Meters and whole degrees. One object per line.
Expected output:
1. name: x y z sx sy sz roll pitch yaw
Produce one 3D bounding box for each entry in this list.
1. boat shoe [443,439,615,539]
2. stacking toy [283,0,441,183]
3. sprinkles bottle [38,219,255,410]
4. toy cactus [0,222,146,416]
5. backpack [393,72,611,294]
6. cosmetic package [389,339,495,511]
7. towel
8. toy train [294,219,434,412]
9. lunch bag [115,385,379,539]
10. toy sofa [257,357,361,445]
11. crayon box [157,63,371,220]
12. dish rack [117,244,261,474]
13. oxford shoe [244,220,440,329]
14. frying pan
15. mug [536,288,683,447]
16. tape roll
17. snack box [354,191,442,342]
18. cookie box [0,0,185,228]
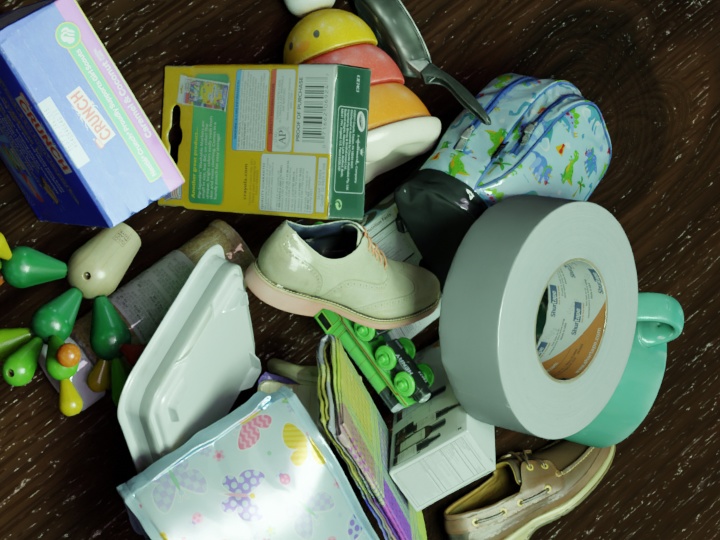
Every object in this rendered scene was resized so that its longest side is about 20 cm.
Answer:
1. boat shoe: 0.164 0.208 1.594 0.200 0.072 0.068 -36 110 -17
2. stacking toy: -0.026 -0.180 1.463 0.145 0.146 0.201 -19 83 -24
3. sprinkles bottle: -0.182 0.037 1.413 0.200 0.068 0.068 -37 108 -19
4. toy cactus: -0.240 0.021 1.328 0.199 0.102 0.165 32 60 7
5. backpack: 0.136 -0.085 1.480 0.164 0.153 0.201 62 39 -37
6. cosmetic package: 0.074 0.126 1.467 0.082 0.200 0.051 -29 110 15
7. towel: 0.010 0.162 1.396 0.023 0.144 0.201 -22 119 9
8. toy train: -0.007 0.043 1.462 0.042 0.056 0.200 -20 69 -49
9. lunch bag: -0.088 0.212 1.358 0.169 0.127 0.201 -34 115 -14
10. toy sofa: -0.063 0.183 1.474 0.097 0.083 0.202 3 93 -21
11. crayon box: -0.084 -0.111 1.398 0.051 0.199 0.127 0 95 -51
12. dish rack: -0.134 0.091 1.367 0.043 0.200 0.172 23 63 15
13. oxford shoe: 0.000 0.000 1.393 0.199 0.071 0.074 5 125 -41
14. frying pan: 0.048 -0.188 1.469 0.031 0.115 0.191 -32 83 -7
15. mug: 0.205 0.068 1.550 0.114 0.152 0.186 18 112 -26
16. tape roll: 0.154 0.038 1.390 0.200 0.066 0.202 -12 106 -45
17. snack box: 0.073 -0.031 1.550 0.200 0.037 0.117 -37 108 -19
18. cookie box: -0.241 -0.123 1.299 0.075 0.200 0.172 -36 108 -19
